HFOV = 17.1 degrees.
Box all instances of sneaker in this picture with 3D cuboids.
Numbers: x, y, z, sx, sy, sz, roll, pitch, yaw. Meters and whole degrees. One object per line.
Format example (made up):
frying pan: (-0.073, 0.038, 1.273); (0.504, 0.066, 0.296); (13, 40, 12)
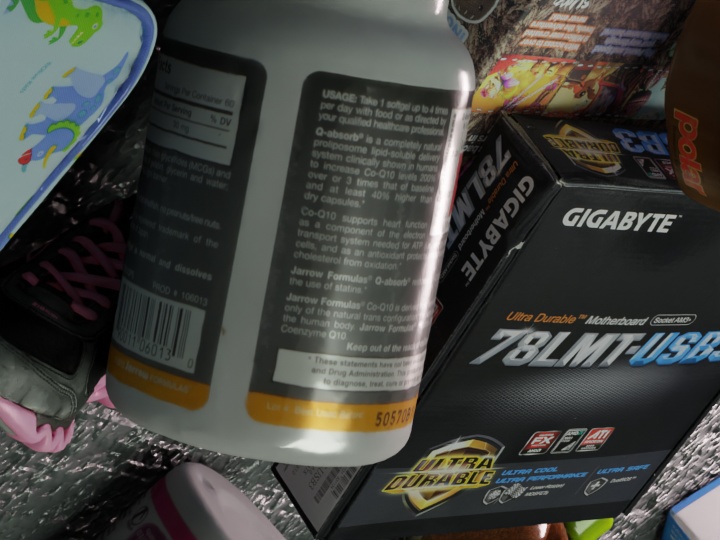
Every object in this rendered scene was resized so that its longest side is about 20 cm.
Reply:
sneaker: (-0.108, 0.008, 0.919); (0.095, 0.079, 0.200); (-54, 174, 12)

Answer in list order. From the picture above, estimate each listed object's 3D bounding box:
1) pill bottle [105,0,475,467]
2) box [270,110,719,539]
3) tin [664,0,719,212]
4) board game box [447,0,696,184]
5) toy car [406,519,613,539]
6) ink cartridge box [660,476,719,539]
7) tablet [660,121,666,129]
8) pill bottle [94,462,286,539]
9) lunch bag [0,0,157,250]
pill bottle: (-0.021, -0.038, 0.861); (0.116, 0.116, 0.200); (1, 103, -53)
box: (0.088, 0.028, 1.005); (0.200, 0.050, 0.199); (2, 133, -44)
tin: (0.186, -0.101, 0.932); (0.200, 0.042, 0.112); (-44, 143, -28)
board game box: (0.076, -0.120, 0.956); (0.159, 0.097, 0.200); (-2, 135, -51)
toy car: (0.114, 0.215, 1.415); (0.164, 0.200, 0.158); (-35, 153, -10)
ink cartridge box: (0.294, 0.221, 1.793); (0.146, 0.084, 0.200); (-30, 153, -21)
tablet: (0.120, -0.077, 1.055); (0.014, 0.130, 0.200); (18, 121, -30)
pill bottle: (-0.121, 0.199, 1.177); (0.200, 0.113, 0.113); (-43, 154, 5)
lunch bag: (-0.170, -0.042, 0.770); (0.200, 0.082, 0.161); (-49, 152, 17)
